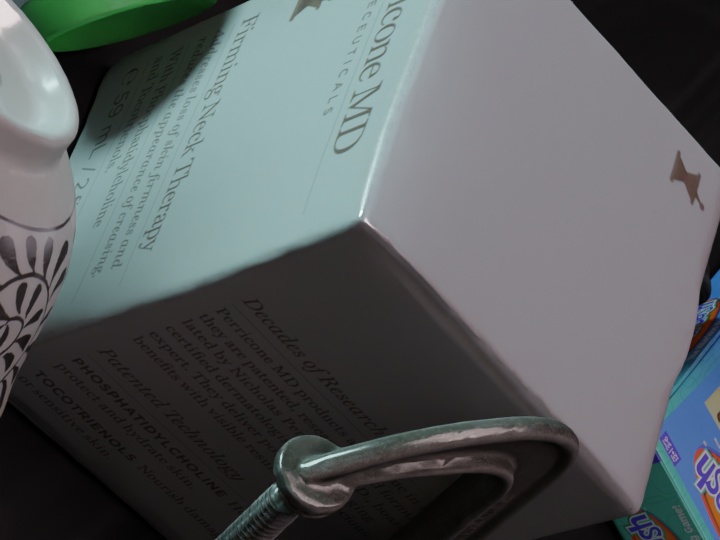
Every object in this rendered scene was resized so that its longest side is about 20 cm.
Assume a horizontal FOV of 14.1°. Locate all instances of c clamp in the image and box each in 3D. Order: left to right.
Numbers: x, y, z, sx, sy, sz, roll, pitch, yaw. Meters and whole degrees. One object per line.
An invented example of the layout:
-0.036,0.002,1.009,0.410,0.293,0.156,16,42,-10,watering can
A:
-0.024,0.098,0.998,0.171,0.200,0.027,3,60,-35,c clamp

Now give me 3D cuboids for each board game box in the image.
0.193,0.092,1.397,0.200,0.045,0.152,-43,109,-48,board game box

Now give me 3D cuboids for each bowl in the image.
-0.155,-0.048,0.950,0.201,0.094,0.201,44,19,-20,bowl

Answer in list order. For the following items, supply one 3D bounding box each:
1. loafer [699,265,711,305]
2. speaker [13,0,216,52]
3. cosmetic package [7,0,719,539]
0.091,-0.046,1.316,0.200,0.073,0.072,37,46,-36,loafer
-0.116,-0.190,1.123,0.088,0.088,0.200,-12,84,-50,speaker
0.000,0.000,1.089,0.166,0.200,0.167,45,45,-28,cosmetic package
